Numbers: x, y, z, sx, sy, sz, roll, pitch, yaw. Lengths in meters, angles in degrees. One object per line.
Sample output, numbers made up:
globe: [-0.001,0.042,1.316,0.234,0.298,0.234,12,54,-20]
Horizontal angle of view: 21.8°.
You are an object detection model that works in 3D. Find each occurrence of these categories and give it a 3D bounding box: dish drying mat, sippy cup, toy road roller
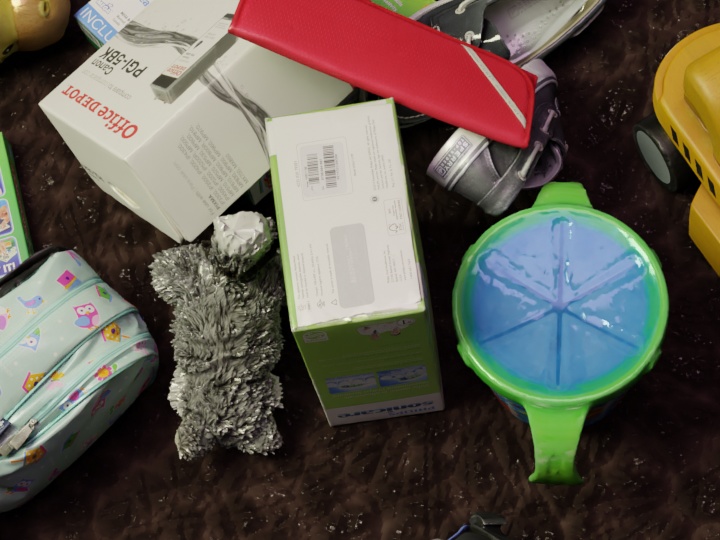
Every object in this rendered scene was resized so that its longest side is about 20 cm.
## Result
dish drying mat: [0.018,-0.138,1.179,0.200,0.018,0.077,22,47,-10]
sippy cup: [0.130,0.043,1.220,0.140,0.130,0.178,36,76,17]
toy road roller: [0.274,-0.078,1.243,0.123,0.146,0.200,-30,68,-5]

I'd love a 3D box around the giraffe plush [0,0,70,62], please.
giraffe plush: [-0.270,-0.225,1.366,0.200,0.173,0.162,-7,75,12]

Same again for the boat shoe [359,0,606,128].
boat shoe: [0.090,-0.166,1.328,0.200,0.060,0.076,-39,114,-10]

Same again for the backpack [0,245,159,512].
backpack: [-0.235,0.081,1.245,0.200,0.167,0.127,-44,90,-14]

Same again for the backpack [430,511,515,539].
backpack: [0.114,0.256,1.116,0.200,0.183,0.147,24,96,14]

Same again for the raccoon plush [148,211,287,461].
raccoon plush: [-0.092,0.049,1.203,0.097,0.200,0.134,-3,78,3]

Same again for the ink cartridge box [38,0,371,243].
ink cartridge box: [-0.098,-0.131,1.263,0.200,0.083,0.147,-44,37,-12]

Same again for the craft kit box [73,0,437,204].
craft kit box: [-0.073,-0.182,1.380,0.198,0.049,0.200,-42,70,-8]

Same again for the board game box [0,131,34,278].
board game box: [-0.338,-0.010,1.348,0.200,0.029,0.135,-17,68,0]

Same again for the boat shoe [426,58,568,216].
boat shoe: [0.107,-0.086,1.264,0.068,0.200,0.072,41,115,2]

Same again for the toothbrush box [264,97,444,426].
toothbrush box: [0.000,0.000,1.214,0.086,0.200,0.146,-9,69,4]
